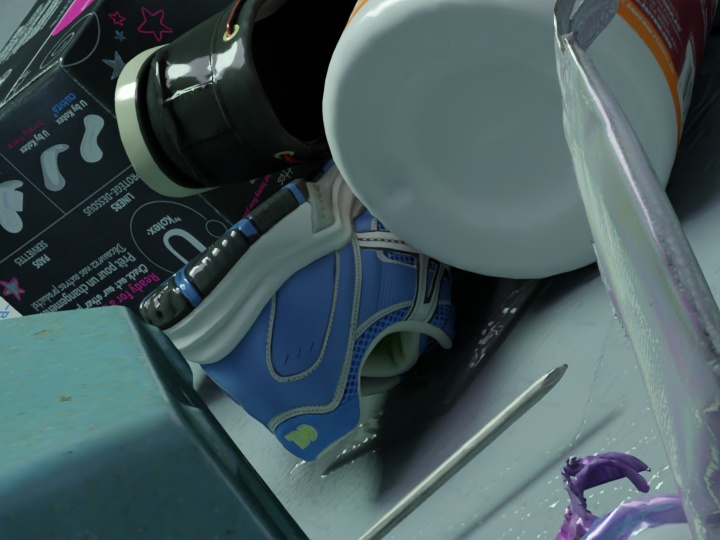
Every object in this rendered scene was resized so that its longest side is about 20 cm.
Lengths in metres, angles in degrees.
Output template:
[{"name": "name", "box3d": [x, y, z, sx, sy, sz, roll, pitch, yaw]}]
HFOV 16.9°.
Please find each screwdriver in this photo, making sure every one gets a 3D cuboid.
[{"name": "screwdriver", "box3d": [-0.010, 0.095, 0.720, 0.200, 0.028, 0.029, -39, 49, 21]}]

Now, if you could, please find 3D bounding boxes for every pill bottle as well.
[{"name": "pill bottle", "box3d": [0.066, -0.101, 0.823, 0.114, 0.114, 0.200, -33, 22, 36]}]

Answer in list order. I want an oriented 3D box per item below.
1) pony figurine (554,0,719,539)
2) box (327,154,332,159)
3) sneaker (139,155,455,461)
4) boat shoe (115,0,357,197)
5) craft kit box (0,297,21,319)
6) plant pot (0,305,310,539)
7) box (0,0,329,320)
[{"name": "pony figurine", "box3d": [0.065, 0.071, 0.440, 0.200, 0.166, 0.194, -39, 51, 13]}, {"name": "box", "box3d": [-0.007, -0.057, 1.032, 0.143, 0.036, 0.200, -41, 20, 18]}, {"name": "sneaker", "box3d": [0.000, 0.000, 0.839, 0.076, 0.077, 0.200, -37, 2, 38]}, {"name": "boat shoe", "box3d": [-0.011, -0.080, 0.891, 0.063, 0.074, 0.201, -17, 10, 31]}, {"name": "craft kit box", "box3d": [-0.191, 0.018, 1.136, 0.196, 0.049, 0.200, 4, 43, 24]}, {"name": "plant pot", "box3d": [-0.096, 0.121, 0.611, 0.200, 0.197, 0.196, -37, 17, -3]}, {"name": "box", "box3d": [-0.076, -0.079, 0.994, 0.132, 0.115, 0.200, -32, 22, 43]}]
